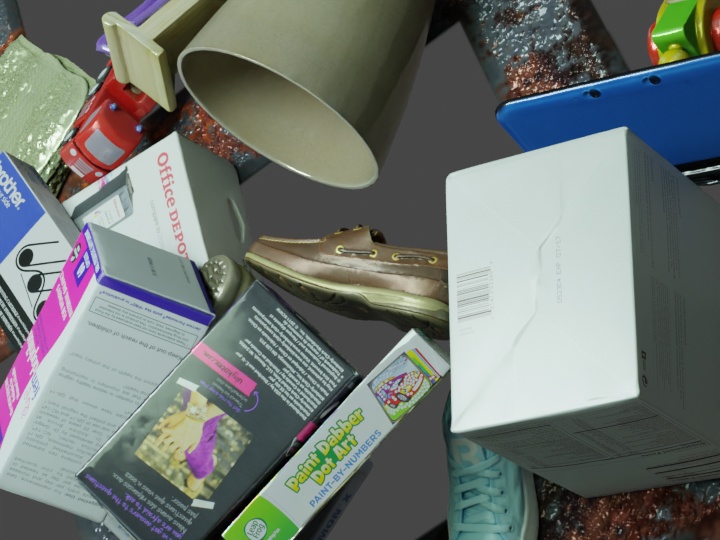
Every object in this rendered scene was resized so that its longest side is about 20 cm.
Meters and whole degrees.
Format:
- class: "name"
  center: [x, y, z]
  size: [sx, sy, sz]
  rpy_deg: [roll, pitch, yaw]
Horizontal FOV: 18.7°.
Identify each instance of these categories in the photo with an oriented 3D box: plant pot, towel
- class: "plant pot"
  center: [-0.018, -0.201, 1.779]
  size: [0.187, 0.187, 0.201]
  rpy_deg: [18, 68, 38]
- class: "towel"
  center: [-0.325, -0.111, 2.028]
  size: [0.148, 0.036, 0.201]
  rpy_deg: [29, 90, 39]

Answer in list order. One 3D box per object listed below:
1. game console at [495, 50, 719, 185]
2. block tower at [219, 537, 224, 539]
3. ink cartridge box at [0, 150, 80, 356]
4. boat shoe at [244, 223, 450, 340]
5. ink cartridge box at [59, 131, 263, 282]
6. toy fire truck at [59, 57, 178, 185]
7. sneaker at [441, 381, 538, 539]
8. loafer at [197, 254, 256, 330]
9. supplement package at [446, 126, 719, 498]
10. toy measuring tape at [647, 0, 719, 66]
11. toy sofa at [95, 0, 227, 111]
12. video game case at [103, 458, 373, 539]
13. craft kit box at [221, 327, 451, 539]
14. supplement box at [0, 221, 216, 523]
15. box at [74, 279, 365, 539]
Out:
- class: "game console"
  center: [0.224, -0.120, 1.552]
  size: [0.199, 0.119, 0.171]
  rpy_deg: [-10, 24, 31]
- class: "block tower"
  center: [-0.098, 0.154, 1.728]
  size: [0.054, 0.058, 0.201]
  rpy_deg: [20, 83, 38]
- class: "ink cartridge box"
  center: [-0.275, -0.002, 1.840]
  size: [0.094, 0.044, 0.200]
  rpy_deg: [-47, 52, 10]
- class: "boat shoe"
  center: [0.000, 0.000, 1.743]
  size: [0.199, 0.072, 0.068]
  rpy_deg: [14, 75, 31]
- class: "ink cartridge box"
  center: [-0.194, -0.003, 1.865]
  size: [0.199, 0.085, 0.148]
  rpy_deg: [-31, 56, 23]
- class: "toy fire truck"
  center: [-0.178, -0.176, 1.901]
  size: [0.141, 0.049, 0.201]
  rpy_deg: [-36, 23, 39]
- class: "sneaker"
  center: [0.085, 0.140, 1.618]
  size: [0.074, 0.082, 0.201]
  rpy_deg: [-10, 67, 32]
- class: "loafer"
  center: [-0.132, 0.083, 1.773]
  size: [0.201, 0.068, 0.076]
  rpy_deg: [-57, 26, 22]
- class: "supplement package"
  center: [0.170, 0.037, 1.525]
  size: [0.146, 0.200, 0.192]
  rpy_deg: [-13, 64, 31]
- class: "toy measuring tape"
  center: [0.260, -0.188, 1.622]
  size: [0.073, 0.074, 0.200]
  rpy_deg: [-8, 31, 32]
- class: "toy sofa"
  center: [-0.131, -0.239, 1.832]
  size: [0.097, 0.083, 0.200]
  rpy_deg: [38, 68, 21]
- class: "video game case"
  center: [-0.105, 0.179, 1.772]
  size: [0.200, 0.022, 0.183]
  rpy_deg: [36, 94, 38]
- class: "craft kit box"
  center: [-0.011, 0.126, 1.597]
  size: [0.197, 0.200, 0.049]
  rpy_deg: [-45, 87, 1]
- class: "supplement box"
  center: [-0.209, 0.081, 1.727]
  size: [0.201, 0.103, 0.101]
  rpy_deg: [-62, 24, 16]
- class: "box"
  center: [-0.101, 0.117, 1.635]
  size: [0.106, 0.122, 0.200]
  rpy_deg: [43, 89, 6]
